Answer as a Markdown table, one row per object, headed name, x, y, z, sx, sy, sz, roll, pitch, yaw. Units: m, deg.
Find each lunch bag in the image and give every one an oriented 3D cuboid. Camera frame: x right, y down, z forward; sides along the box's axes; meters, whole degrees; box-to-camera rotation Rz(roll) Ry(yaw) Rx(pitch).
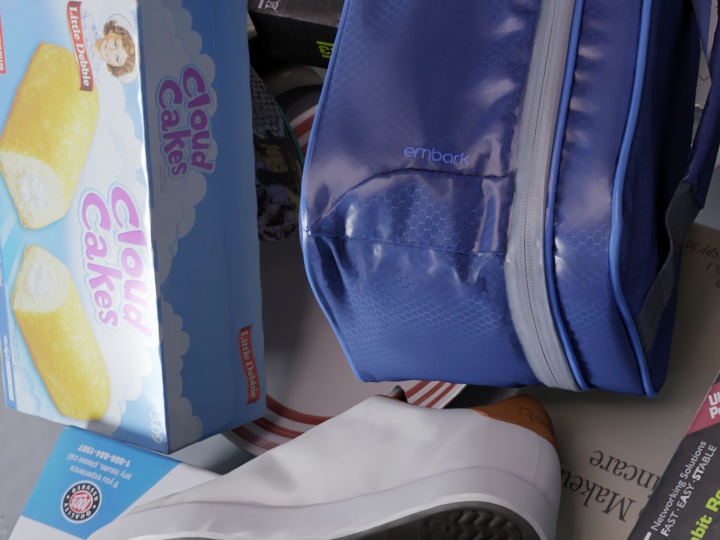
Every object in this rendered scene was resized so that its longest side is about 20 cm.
| name | x | y | z | sx | sy | sz | roll | pitch | yaw |
| --- | --- | --- | --- | --- | --- | --- | --- | --- | --- |
| lunch bag | 0.068 | -0.057 | 0.680 | 0.131 | 0.136 | 0.201 | 4 | 65 | 16 |

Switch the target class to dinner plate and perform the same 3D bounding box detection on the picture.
| name | x | y | z | sx | sy | sz | roll | pitch | yaw |
| --- | --- | --- | --- | --- | --- | --- | --- | --- | --- |
| dinner plate | 0.000 | 0.000 | 0.871 | 0.199 | 0.024 | 0.201 | -18 | 54 | 25 |

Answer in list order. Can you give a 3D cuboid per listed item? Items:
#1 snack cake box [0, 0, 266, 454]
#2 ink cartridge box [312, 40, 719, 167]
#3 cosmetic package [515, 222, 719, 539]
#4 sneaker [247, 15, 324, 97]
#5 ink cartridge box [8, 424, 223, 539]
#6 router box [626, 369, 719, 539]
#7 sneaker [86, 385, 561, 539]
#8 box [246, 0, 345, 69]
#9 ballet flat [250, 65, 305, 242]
| name | x | y | z | sx | sy | sz | roll | pitch | yaw |
| --- | --- | --- | --- | --- | --- | --- | --- | --- | --- |
| snack cake box | -0.108 | -0.030 | 0.832 | 0.114 | 0.067 | 0.202 | 11 | 110 | 40 |
| ink cartridge box | 0.086 | -0.093 | 0.841 | 0.161 | 0.050 | 0.200 | -36 | 62 | -5 |
| cosmetic package | 0.106 | 0.085 | 0.711 | 0.103 | 0.073 | 0.201 | 19 | 74 | 41 |
| sneaker | -0.012 | -0.143 | 0.935 | 0.200 | 0.081 | 0.089 | -37 | 49 | 22 |
| ink cartridge box | -0.099 | 0.185 | 0.785 | 0.144 | 0.084 | 0.201 | 13 | 71 | 37 |
| router box | 0.126 | 0.146 | 0.607 | 0.062 | 0.150 | 0.201 | 23 | 77 | 41 |
| sneaker | -0.014 | 0.093 | 0.705 | 0.199 | 0.073 | 0.085 | -12 | 33 | 24 |
| box | 0.070 | -0.171 | 0.834 | 0.192 | 0.048 | 0.201 | 12 | 67 | 17 |
| ballet flat | -0.095 | -0.097 | 0.894 | 0.072 | 0.072 | 0.201 | -33 | 71 | 14 |
